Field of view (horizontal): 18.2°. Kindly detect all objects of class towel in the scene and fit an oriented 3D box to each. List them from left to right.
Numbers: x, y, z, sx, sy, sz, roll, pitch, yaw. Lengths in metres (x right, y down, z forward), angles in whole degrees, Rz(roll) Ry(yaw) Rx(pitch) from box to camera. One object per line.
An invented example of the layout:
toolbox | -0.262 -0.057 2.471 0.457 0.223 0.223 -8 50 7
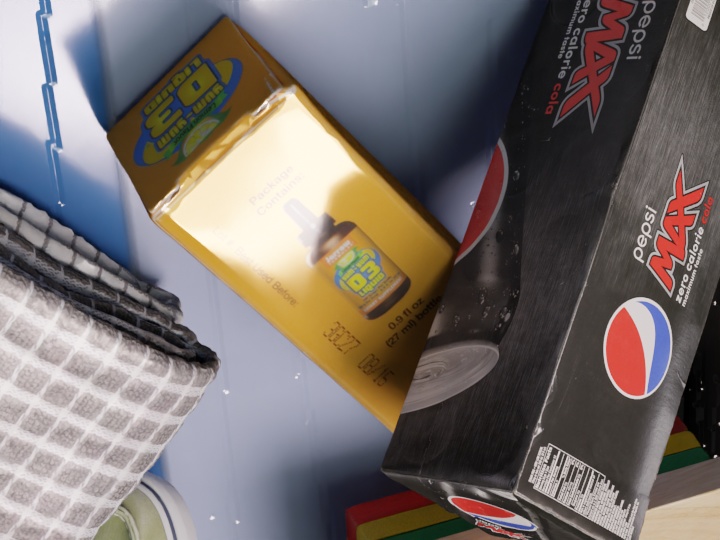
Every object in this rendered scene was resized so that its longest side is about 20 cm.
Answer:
towel | -0.168 0.046 0.748 0.199 0.086 0.166 29 106 -35

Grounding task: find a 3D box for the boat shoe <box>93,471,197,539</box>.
boat shoe | -0.108 0.170 0.816 0.062 0.071 0.201 32 69 -70

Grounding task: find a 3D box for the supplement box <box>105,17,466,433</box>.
supplement box | 0.000 0.000 0.805 0.066 0.069 0.200 -42 130 5

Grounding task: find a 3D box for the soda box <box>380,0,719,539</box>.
soda box | 0.080 -0.008 0.772 0.063 0.071 0.201 32 71 -37

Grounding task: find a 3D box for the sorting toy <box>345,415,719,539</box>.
sorting toy | 0.082 0.162 0.925 0.199 0.070 0.200 -14 125 -15
